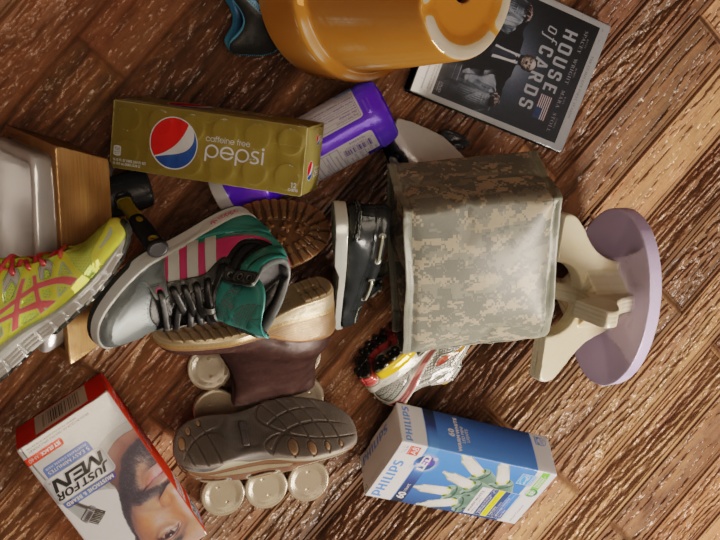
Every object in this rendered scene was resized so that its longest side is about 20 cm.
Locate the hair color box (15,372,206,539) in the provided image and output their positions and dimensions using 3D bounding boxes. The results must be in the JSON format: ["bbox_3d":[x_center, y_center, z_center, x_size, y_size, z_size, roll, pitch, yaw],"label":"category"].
[{"bbox_3d":[-0.262,0.224,1.211,0.110,0.064,0.201,-34,113,-7],"label":"hair color box"}]

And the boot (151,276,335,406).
[{"bbox_3d":[-0.119,0.089,1.158,0.198,0.073,0.167,-12,141,-26],"label":"boot"}]

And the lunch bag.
[{"bbox_3d":[0.112,-0.009,1.172,0.162,0.118,0.202,-6,124,-7],"label":"lunch bag"}]

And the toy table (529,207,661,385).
[{"bbox_3d":[0.248,0.032,1.272,0.116,0.183,0.203,-2,93,-33],"label":"toy table"}]

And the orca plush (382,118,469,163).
[{"bbox_3d":[0.098,-0.090,1.258,0.198,0.071,0.106,20,53,-25],"label":"orca plush"}]

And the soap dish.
[{"bbox_3d":[-0.292,-0.031,1.092,0.081,0.157,0.202,-10,108,-32],"label":"soap dish"}]

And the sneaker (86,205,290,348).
[{"bbox_3d":[-0.138,0.028,1.042,0.199,0.120,0.084,-37,144,-28],"label":"sneaker"}]

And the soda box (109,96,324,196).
[{"bbox_3d":[-0.139,-0.122,1.111,0.198,0.064,0.069,9,102,11],"label":"soda box"}]

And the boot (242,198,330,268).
[{"bbox_3d":[-0.128,-0.011,1.178,0.198,0.107,0.076,-18,75,-10],"label":"boot"}]

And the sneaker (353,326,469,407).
[{"bbox_3d":[0.090,0.077,1.286,0.199,0.078,0.082,-36,119,2],"label":"sneaker"}]

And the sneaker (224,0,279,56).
[{"bbox_3d":[-0.109,-0.308,1.115,0.081,0.073,0.202,-15,108,-13],"label":"sneaker"}]

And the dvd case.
[{"bbox_3d":[0.162,-0.232,1.248,0.198,0.025,0.152,18,98,-20],"label":"dvd case"}]

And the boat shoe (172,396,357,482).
[{"bbox_3d":[-0.103,0.186,1.234,0.198,0.076,0.072,-3,148,-11],"label":"boat shoe"}]

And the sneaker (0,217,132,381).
[{"bbox_3d":[-0.283,0.014,0.983,0.200,0.078,0.090,-40,100,1],"label":"sneaker"}]

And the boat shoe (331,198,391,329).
[{"bbox_3d":[0.000,0.000,1.181,0.060,0.201,0.076,-2,62,-3],"label":"boat shoe"}]

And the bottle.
[{"bbox_3d":[-0.060,-0.120,1.173,0.199,0.084,0.066,-28,80,5],"label":"bottle"}]

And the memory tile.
[{"bbox_3d":[-0.110,0.170,1.270,0.152,0.017,0.202,-7,105,-16],"label":"memory tile"}]

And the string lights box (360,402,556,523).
[{"bbox_3d":[0.111,0.222,1.311,0.198,0.059,0.103,14,129,-20],"label":"string lights box"}]

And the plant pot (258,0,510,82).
[{"bbox_3d":[0.035,-0.270,1.075,0.199,0.182,0.202,-18,116,-40],"label":"plant pot"}]

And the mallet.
[{"bbox_3d":[-0.204,-0.053,1.086,0.065,0.200,0.042,-20,116,-23],"label":"mallet"}]
